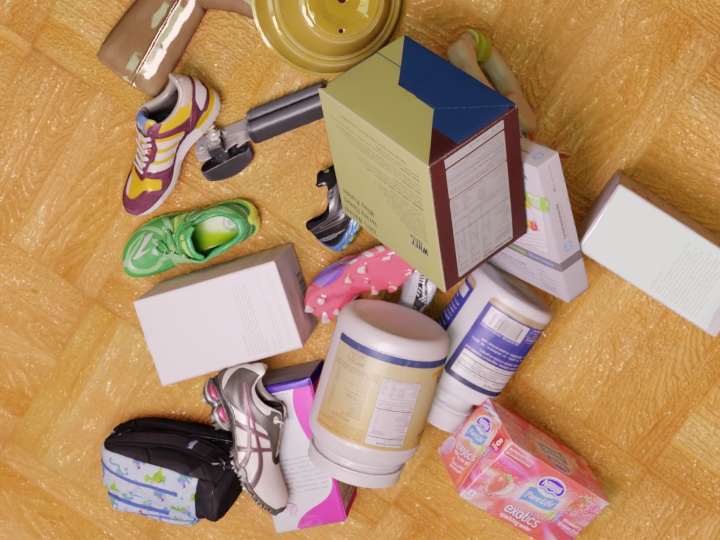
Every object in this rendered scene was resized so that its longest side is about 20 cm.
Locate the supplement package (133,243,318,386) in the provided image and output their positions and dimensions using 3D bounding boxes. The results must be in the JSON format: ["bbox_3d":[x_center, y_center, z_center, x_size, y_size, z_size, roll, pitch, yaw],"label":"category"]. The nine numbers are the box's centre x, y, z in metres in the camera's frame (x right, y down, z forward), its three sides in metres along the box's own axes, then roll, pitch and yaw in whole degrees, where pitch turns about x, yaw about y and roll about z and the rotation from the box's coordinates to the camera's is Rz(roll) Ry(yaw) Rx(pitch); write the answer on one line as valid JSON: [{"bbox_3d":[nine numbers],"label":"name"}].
[{"bbox_3d":[-0.174,0.056,1.694,0.199,0.120,0.122,-15,100,11],"label":"supplement package"}]

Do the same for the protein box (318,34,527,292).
[{"bbox_3d":[0.075,-0.125,1.497,0.135,0.198,0.200,-34,140,-21],"label":"protein box"}]

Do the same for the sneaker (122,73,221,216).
[{"bbox_3d":[-0.267,-0.166,1.667,0.075,0.090,0.200,39,101,37],"label":"sneaker"}]

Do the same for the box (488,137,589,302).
[{"bbox_3d":[0.194,-0.072,1.563,0.041,0.156,0.201,-34,127,-22],"label":"box"}]

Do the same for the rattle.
[{"bbox_3d":[0.147,-0.185,1.599,0.143,0.130,0.200,-34,101,12],"label":"rattle"}]

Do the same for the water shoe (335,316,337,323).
[{"bbox_3d":[0.005,0.141,1.705,0.071,0.079,0.201,-7,101,10],"label":"water shoe"}]

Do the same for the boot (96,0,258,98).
[{"bbox_3d":[-0.219,-0.307,1.657,0.175,0.066,0.200,39,105,9],"label":"boot"}]

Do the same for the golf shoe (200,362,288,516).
[{"bbox_3d":[-0.127,0.215,1.642,0.088,0.077,0.201,-23,98,7],"label":"golf shoe"}]

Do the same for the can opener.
[{"bbox_3d":[-0.125,-0.183,1.679,0.199,0.053,0.067,-24,132,14],"label":"can opener"}]

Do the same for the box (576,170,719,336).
[{"bbox_3d":[0.374,-0.024,1.591,0.200,0.124,0.098,33,105,1],"label":"box"}]

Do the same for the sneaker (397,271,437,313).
[{"bbox_3d":[0.064,-0.036,1.664,0.115,0.075,0.201,25,100,4],"label":"sneaker"}]

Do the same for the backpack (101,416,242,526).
[{"bbox_3d":[-0.255,0.266,1.737,0.199,0.163,0.154,19,119,11],"label":"backpack"}]

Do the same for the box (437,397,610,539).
[{"bbox_3d":[0.210,0.263,1.648,0.200,0.095,0.103,34,106,-32],"label":"box"}]

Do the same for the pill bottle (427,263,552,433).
[{"bbox_3d":[0.145,0.103,1.655,0.119,0.120,0.200,33,105,1],"label":"pill bottle"}]

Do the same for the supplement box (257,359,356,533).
[{"bbox_3d":[-0.081,0.234,1.726,0.101,0.103,0.201,-12,98,11],"label":"supplement box"}]

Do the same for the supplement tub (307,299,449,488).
[{"bbox_3d":[0.018,0.151,1.591,0.144,0.144,0.201,18,107,5],"label":"supplement tub"}]

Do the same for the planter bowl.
[{"bbox_3d":[-0.030,-0.333,1.575,0.199,0.083,0.201,-3,105,-12],"label":"planter bowl"}]

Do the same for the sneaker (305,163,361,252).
[{"bbox_3d":[-0.012,-0.122,1.657,0.082,0.071,0.200,26,106,0],"label":"sneaker"}]

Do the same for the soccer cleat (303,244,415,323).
[{"bbox_3d":[0.000,0.000,1.642,0.067,0.077,0.200,33,137,-25],"label":"soccer cleat"}]

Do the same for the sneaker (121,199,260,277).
[{"bbox_3d":[-0.232,-0.043,1.700,0.199,0.084,0.074,-21,98,13],"label":"sneaker"}]
